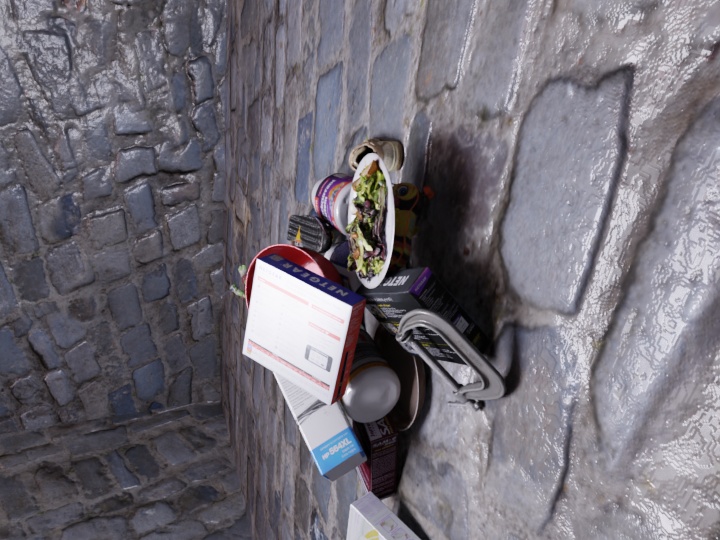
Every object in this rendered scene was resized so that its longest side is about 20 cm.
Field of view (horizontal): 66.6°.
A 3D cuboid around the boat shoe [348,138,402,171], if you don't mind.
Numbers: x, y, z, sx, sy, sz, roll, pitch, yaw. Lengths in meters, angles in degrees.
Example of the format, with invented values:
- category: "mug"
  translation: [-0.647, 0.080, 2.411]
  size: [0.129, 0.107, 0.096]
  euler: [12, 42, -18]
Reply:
- category: "boat shoe"
  translation: [0.012, -0.222, 1.064]
  size: [0.199, 0.063, 0.074]
  euler: [-167, 74, -67]

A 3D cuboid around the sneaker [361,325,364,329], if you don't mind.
- category: "sneaker"
  translation: [-0.039, 0.094, 1.215]
  size: [0.077, 0.084, 0.207]
  euler: [154, 110, -65]

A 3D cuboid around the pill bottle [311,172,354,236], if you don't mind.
- category: "pill bottle"
  translation: [-0.034, -0.139, 1.129]
  size: [0.199, 0.108, 0.115]
  euler: [-146, 56, -62]

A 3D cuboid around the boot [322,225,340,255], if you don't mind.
- category: "boot"
  translation: [-0.074, -0.010, 1.278]
  size: [0.202, 0.130, 0.067]
  euler: [-52, 16, -18]

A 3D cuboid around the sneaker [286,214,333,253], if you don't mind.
- category: "sneaker"
  translation: [-0.086, -0.078, 1.152]
  size: [0.199, 0.088, 0.072]
  euler: [23, 104, 60]

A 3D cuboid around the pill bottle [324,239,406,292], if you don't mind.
- category: "pill bottle"
  translation: [0.000, 0.000, 1.066]
  size: [0.199, 0.112, 0.120]
  euler: [-159, 67, -65]

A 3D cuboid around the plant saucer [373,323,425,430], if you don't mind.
- category: "plant saucer"
  translation: [0.073, 0.192, 1.027]
  size: [0.199, 0.031, 0.207]
  euler: [177, 90, -68]

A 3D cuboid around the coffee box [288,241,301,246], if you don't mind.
- category: "coffee box"
  translation: [-0.146, -0.008, 1.468]
  size: [0.114, 0.077, 0.206]
  euler: [-137, 47, -58]

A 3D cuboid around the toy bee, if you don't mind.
- category: "toy bee"
  translation: [0.065, -0.098, 0.894]
  size: [0.106, 0.130, 0.207]
  euler: [-4, 98, 24]

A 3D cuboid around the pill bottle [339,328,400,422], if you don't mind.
- category: "pill bottle"
  translation: [-0.011, 0.180, 1.045]
  size: [0.201, 0.113, 0.120]
  euler: [-128, 40, -54]

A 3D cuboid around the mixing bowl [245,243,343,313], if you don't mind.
- category: "mixing bowl"
  translation: [-0.101, 0.044, 0.994]
  size: [0.195, 0.108, 0.207]
  euler: [8, 106, 30]

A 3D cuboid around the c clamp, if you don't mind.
- category: "c clamp"
  translation: [0.118, 0.133, 0.775]
  size: [0.201, 0.027, 0.170]
  euler: [49, 151, -14]

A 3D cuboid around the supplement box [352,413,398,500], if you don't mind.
- category: "supplement box"
  translation: [0.027, 0.351, 1.085]
  size: [0.110, 0.059, 0.204]
  euler: [-121, 24, -48]

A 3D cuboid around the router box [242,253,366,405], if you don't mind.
- category: "router box"
  translation: [-0.098, 0.095, 0.912]
  size: [0.196, 0.048, 0.184]
  euler: [25, 114, 24]

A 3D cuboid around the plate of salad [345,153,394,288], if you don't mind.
- category: "plate of salad"
  translation: [0.005, -0.075, 0.843]
  size: [0.199, 0.047, 0.207]
  euler: [178, 90, -69]

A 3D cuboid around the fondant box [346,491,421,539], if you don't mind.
- category: "fondant box"
  translation: [0.056, 0.537, 1.015]
  size: [0.198, 0.057, 0.149]
  euler: [28, 121, 41]

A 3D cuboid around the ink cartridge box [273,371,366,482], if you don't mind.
- category: "ink cartridge box"
  translation: [-0.072, 0.267, 1.003]
  size: [0.203, 0.083, 0.147]
  euler: [60, 172, 23]

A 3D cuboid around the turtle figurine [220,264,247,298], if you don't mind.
- category: "turtle figurine"
  translation: [-0.412, 0.036, 2.060]
  size: [0.144, 0.198, 0.196]
  euler: [-42, 42, 19]

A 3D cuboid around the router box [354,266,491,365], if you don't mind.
- category: "router box"
  translation: [0.087, 0.070, 0.837]
  size: [0.150, 0.051, 0.199]
  euler: [48, 161, -14]
